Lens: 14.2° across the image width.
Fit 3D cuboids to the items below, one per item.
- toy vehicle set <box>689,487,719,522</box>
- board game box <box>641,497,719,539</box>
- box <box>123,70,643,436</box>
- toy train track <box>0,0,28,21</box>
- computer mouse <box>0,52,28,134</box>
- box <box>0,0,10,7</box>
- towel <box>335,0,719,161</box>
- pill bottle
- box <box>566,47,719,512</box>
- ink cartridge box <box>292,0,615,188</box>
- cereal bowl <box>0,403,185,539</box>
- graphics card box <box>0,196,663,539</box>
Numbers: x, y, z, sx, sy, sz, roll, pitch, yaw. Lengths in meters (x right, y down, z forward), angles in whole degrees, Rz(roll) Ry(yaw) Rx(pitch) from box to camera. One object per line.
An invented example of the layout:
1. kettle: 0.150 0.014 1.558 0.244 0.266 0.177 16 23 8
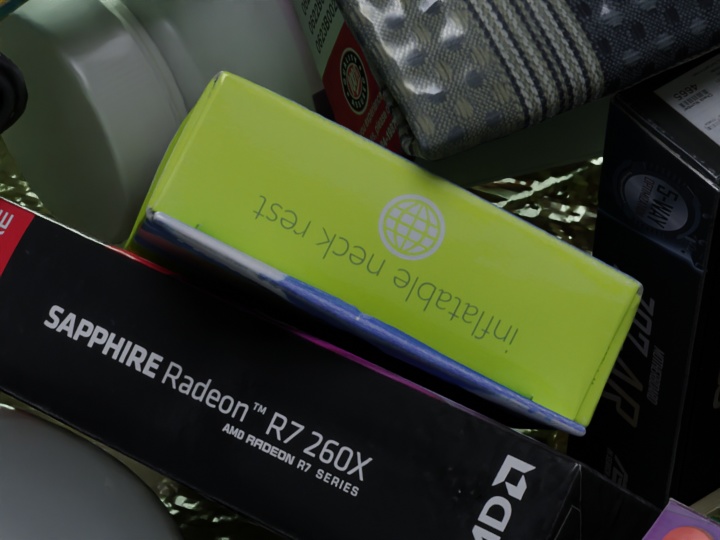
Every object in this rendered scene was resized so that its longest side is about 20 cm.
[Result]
1. toy vehicle set: 0.109 0.118 0.771 0.200 0.027 0.124 -28 47 -25
2. board game box: 0.029 0.159 0.634 0.032 0.120 0.200 24 62 32
3. box: 0.000 0.000 0.774 0.122 0.200 0.048 26 85 -5
4. toy train track: -0.112 -0.059 0.844 0.200 0.033 0.115 -39 14 -16
5. computer mouse: -0.131 0.004 0.809 0.110 0.200 0.044 -34 73 -9
6. box: -0.163 -0.060 0.816 0.200 0.042 0.119 -34 13 -11
7. towel: 0.047 -0.143 0.750 0.192 0.035 0.200 -25 77 -19
8. pill bottle: -0.020 -0.088 0.945 0.200 0.112 0.112 -31 49 -26
9. box: 0.150 -0.023 0.824 0.200 0.160 0.044 -29 54 -27
10. ink cartridge box: 0.048 -0.149 0.847 0.144 0.145 0.200 -14 71 -19
11. cereal bowl: -0.139 0.119 0.738 0.200 0.083 0.200 1 34 -1
12. graphics card box: -0.006 0.049 0.748 0.200 0.125 0.051 25 85 34
